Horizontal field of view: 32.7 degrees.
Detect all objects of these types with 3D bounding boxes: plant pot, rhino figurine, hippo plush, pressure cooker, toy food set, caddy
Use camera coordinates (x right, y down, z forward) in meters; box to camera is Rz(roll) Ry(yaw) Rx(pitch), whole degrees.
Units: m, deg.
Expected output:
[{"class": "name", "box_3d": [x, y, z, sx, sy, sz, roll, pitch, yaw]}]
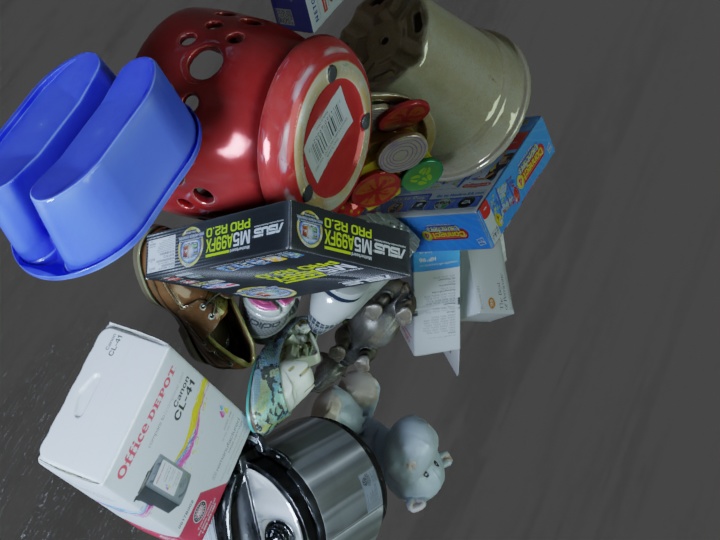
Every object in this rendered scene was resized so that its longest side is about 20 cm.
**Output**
[{"class": "plant pot", "box_3d": [0.074, -0.235, 1.453, 0.183, 0.198, 0.203, 30, 75, -49]}, {"class": "rhino figurine", "box_3d": [-0.002, 0.085, 1.480, 0.200, 0.060, 0.088, -47, -173, 28]}, {"class": "plant pot", "box_3d": [-0.097, -0.137, 1.166, 0.200, 0.180, 0.204, -38, 136, -50]}, {"class": "hippo plush", "box_3d": [0.019, 0.244, 1.536, 0.159, 0.159, 0.202, -44, 144, -35]}, {"class": "pressure cooker", "box_3d": [-0.086, 0.264, 1.346, 0.199, 0.176, 0.180, -21, 149, -54]}, {"class": "toy food set", "box_3d": [-0.003, -0.126, 1.363, 0.200, 0.196, 0.049, 46, 18, -56]}, {"class": "caddy", "box_3d": [-0.217, -0.084, 1.007, 0.201, 0.140, 0.106, -60, 142, -28]}]

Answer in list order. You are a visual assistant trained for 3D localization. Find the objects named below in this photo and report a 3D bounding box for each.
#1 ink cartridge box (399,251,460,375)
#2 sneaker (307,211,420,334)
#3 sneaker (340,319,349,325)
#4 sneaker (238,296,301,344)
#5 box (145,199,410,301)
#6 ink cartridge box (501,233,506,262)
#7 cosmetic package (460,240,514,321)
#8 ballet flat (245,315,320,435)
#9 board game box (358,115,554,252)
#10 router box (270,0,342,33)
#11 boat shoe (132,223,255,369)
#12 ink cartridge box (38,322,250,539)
[{"class": "ink cartridge box", "box_3d": [0.086, 0.031, 1.630, 0.116, 0.067, 0.203, -117, -158, -63]}, {"class": "sneaker", "box_3d": [0.000, 0.000, 1.420, 0.200, 0.076, 0.081, -38, 158, -51]}, {"class": "sneaker", "box_3d": [0.003, 0.035, 1.534, 0.200, 0.070, 0.084, 49, 53, -60]}, {"class": "sneaker", "box_3d": [-0.089, 0.008, 1.356, 0.088, 0.073, 0.201, -63, -178, 38]}, {"class": "box", "box_3d": [-0.077, -0.014, 1.135, 0.159, 0.198, 0.045, 14, 72, -47]}, {"class": "ink cartridge box", "box_3d": [0.149, -0.045, 1.794, 0.200, 0.044, 0.179, -45, 137, -45]}, {"class": "cosmetic package", "box_3d": [0.151, -0.035, 1.670, 0.082, 0.050, 0.204, 1, 74, -44]}, {"class": "ballet flat", "box_3d": [-0.079, 0.105, 1.335, 0.201, 0.073, 0.075, -83, 171, -61]}, {"class": "board game box", "box_3d": [0.116, -0.106, 1.543, 0.196, 0.198, 0.056, -53, 126, -37]}, {"class": "router box", "box_3d": [-0.046, -0.386, 1.291, 0.180, 0.048, 0.202, -54, 144, -36]}, {"class": "boat shoe", "box_3d": [-0.158, 0.027, 1.235, 0.073, 0.067, 0.201, -60, 146, -24]}, {"class": "ink cartridge box", "box_3d": [-0.202, 0.166, 1.197, 0.149, 0.084, 0.200, -66, 152, -19]}]
